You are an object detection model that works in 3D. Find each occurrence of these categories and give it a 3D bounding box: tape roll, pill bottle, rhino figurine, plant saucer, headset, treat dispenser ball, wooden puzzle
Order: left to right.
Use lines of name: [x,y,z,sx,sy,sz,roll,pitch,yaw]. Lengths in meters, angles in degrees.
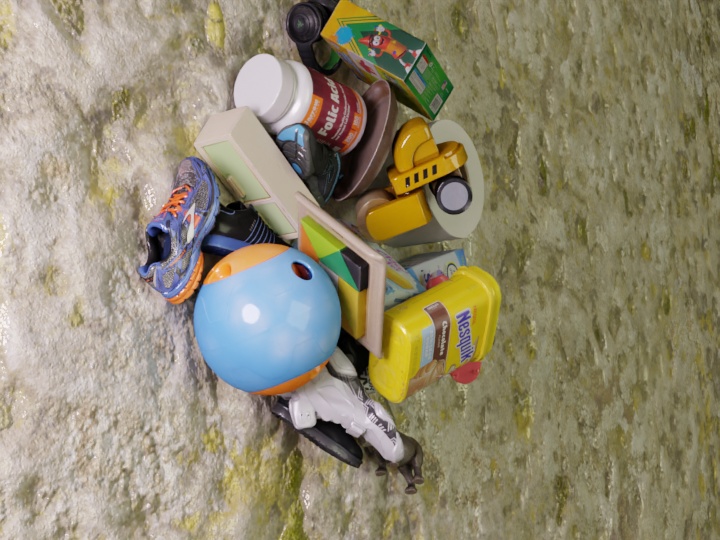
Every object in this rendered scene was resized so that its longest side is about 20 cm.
treat dispenser ball: [-0.124,0.065,1.417,0.200,0.199,0.204,13,73,-52]
pill bottle: [-0.090,-0.249,1.593,0.199,0.113,0.116,15,72,-52]
headset: [-0.082,-0.411,1.690,0.124,0.093,0.202,-54,141,-44]
wooden puzzle: [-0.034,0.011,1.463,0.037,0.185,0.202,-31,140,-28]
plant saucer: [0.009,-0.199,1.655,0.032,0.200,0.203,21,64,-20]
rhino figurine: [0.041,0.287,1.719,0.200,0.059,0.088,41,33,-41]
tape roll: [0.106,-0.148,1.821,0.202,0.138,0.206,12,75,-52]

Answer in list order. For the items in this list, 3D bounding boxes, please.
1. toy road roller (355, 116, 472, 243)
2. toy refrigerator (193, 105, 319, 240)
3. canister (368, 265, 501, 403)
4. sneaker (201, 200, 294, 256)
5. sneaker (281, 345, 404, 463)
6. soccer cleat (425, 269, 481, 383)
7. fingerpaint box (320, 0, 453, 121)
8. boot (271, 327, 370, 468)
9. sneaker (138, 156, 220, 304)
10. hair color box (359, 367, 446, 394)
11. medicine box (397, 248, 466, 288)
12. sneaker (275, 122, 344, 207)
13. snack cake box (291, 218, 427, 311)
toy road roller: [0.071,-0.146,1.631,0.123,0.198,0.147,-100,166,-74]
toy refrigerator: [-0.148,-0.134,1.526,0.201,0.075,0.070,54,45,-34]
canister: [0.108,0.095,1.559,0.199,0.086,0.150,-25,133,-38]
sneaker: [-0.154,-0.052,1.508,0.199,0.069,0.079,18,71,-54]
sneaker: [-0.031,0.208,1.492,0.114,0.075,0.201,-36,86,-10]
soccer cleat: [0.154,0.094,1.739,0.077,0.066,0.202,-88,159,-61]
fingerpaint box: [0.047,-0.338,1.700,0.074,0.166,0.200,-58,159,0]
boot: [-0.016,0.168,1.571,0.164,0.065,0.201,37,73,-16]
sneaker: [-0.240,-0.061,1.392,0.078,0.075,0.203,28,60,-44]
hair color box: [0.029,0.130,1.650,0.197,0.064,0.113,-10,92,-21]
medicine box: [0.107,0.073,1.813,0.199,0.102,0.185,-20,100,-54]
sneaker: [-0.072,-0.169,1.575,0.082,0.073,0.201,-43,159,-15]
snack cake box: [0.000,0.000,1.608,0.114,0.200,0.068,8,119,-52]
